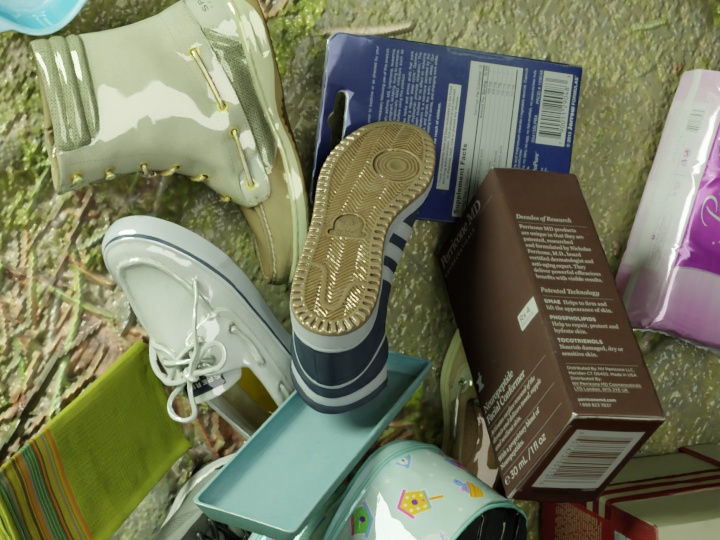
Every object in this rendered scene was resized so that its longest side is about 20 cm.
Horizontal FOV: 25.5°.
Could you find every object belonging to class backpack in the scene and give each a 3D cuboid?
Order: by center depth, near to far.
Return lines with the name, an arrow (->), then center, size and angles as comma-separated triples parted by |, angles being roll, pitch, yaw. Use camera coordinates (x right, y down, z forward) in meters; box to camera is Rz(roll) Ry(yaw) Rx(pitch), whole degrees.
backpack -> 0.012, 0.206, 1.036 | 0.201, 0.153, 0.176 | -51, 153, 4

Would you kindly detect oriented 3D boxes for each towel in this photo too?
towel -> -0.163, 0.121, 0.974 | 0.018, 0.200, 0.087 | -10, 108, 25

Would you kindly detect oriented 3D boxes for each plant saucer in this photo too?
plant saucer -> -0.025, 0.104, 0.995 | 0.200, 0.069, 0.019 | -44, 140, -52

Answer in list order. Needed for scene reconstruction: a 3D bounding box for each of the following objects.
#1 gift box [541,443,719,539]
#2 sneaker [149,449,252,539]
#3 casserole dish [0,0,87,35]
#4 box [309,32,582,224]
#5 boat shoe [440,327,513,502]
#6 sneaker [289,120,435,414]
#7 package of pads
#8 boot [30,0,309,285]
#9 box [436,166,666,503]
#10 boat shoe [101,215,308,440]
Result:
gift box -> 0.253, 0.239, 1.150 | 0.185, 0.200, 0.187 | -4, 104, -24
sneaker -> -0.114, 0.196, 1.047 | 0.200, 0.079, 0.074 | -39, 109, -15
casserole dish -> -0.198, -0.239, 0.970 | 0.121, 0.039, 0.201 | 28, 87, -24
box -> 0.056, -0.094, 1.102 | 0.198, 0.032, 0.123 | 5, 95, -26
boat shoe -> 0.094, 0.115, 1.132 | 0.073, 0.063, 0.202 | 8, 94, -24
sneaker -> 0.000, 0.000, 1.025 | 0.069, 0.201, 0.109 | 11, 137, 11
package of pads -> 0.267, -0.038, 1.178 | 0.120, 0.076, 0.202 | 17, 91, -26
boot -> -0.119, -0.068, 1.011 | 0.153, 0.072, 0.202 | -18, 110, -16
box -> 0.120, 0.040, 1.044 | 0.074, 0.201, 0.100 | 5, 139, -23
boat shoe -> -0.098, 0.057, 1.016 | 0.202, 0.074, 0.087 | 51, 37, -32
